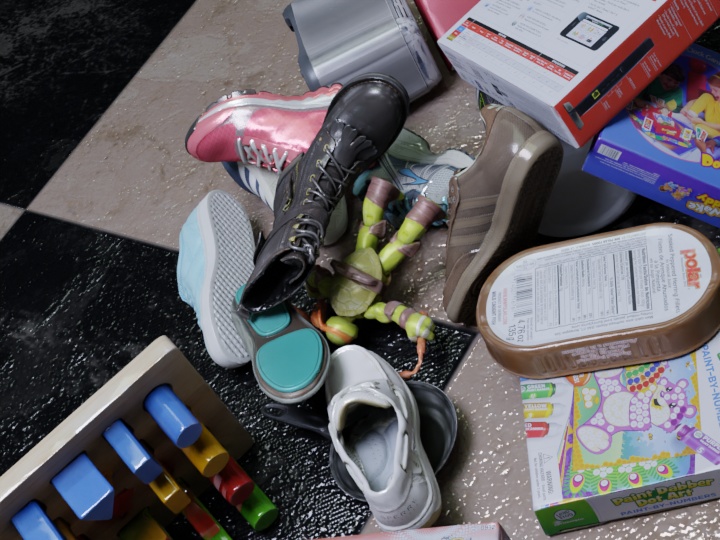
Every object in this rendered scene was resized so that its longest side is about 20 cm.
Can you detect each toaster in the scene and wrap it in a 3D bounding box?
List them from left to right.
[{"bbox_3d":[0.003,-0.231,1.301,0.128,0.114,0.201,-26,40,8],"label":"toaster"}]

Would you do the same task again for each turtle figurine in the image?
[{"bbox_3d":[0.000,0.000,1.101,0.199,0.064,0.162,23,86,46],"label":"turtle figurine"}]

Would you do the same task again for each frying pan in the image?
[{"bbox_3d":[-0.005,0.150,1.024,0.188,0.031,0.116,-14,45,24],"label":"frying pan"}]

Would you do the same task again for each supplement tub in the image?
[{"bbox_3d":[0.172,-0.137,1.113,0.122,0.123,0.201,-22,45,11],"label":"supplement tub"}]

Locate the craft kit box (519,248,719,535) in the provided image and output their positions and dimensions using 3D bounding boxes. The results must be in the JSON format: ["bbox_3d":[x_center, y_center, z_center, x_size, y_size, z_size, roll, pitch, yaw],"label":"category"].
[{"bbox_3d":[0.220,0.088,0.942,0.196,0.049,0.201,-15,46,15],"label":"craft kit box"}]

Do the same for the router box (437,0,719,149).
[{"bbox_3d":[0.182,-0.207,1.019,0.179,0.049,0.200,-42,34,-1],"label":"router box"}]

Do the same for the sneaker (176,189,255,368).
[{"bbox_3d":[-0.141,0.021,1.208,0.082,0.073,0.201,-43,39,36],"label":"sneaker"}]

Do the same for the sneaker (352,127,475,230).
[{"bbox_3d":[0.066,-0.066,1.158,0.086,0.078,0.200,-50,36,-9],"label":"sneaker"}]

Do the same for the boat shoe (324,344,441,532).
[{"bbox_3d":[0.008,0.117,0.975,0.070,0.069,0.200,-32,39,4],"label":"boat shoe"}]

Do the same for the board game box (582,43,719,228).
[{"bbox_3d":[0.293,-0.104,0.994,0.198,0.045,0.135,23,59,3],"label":"board game box"}]

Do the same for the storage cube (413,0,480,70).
[{"bbox_3d":[0.124,-0.327,1.225,0.199,0.181,0.171,-26,-1,6],"label":"storage cube"}]

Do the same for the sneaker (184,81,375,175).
[{"bbox_3d":[-0.073,-0.124,1.186,0.198,0.074,0.088,-9,61,4],"label":"sneaker"}]

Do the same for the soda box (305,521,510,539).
[{"bbox_3d":[0.018,0.236,0.906,0.198,0.069,0.064,-10,47,23],"label":"soda box"}]

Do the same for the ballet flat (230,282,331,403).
[{"bbox_3d":[-0.063,0.073,1.069,0.067,0.064,0.200,-22,30,-7],"label":"ballet flat"}]

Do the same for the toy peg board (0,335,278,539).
[{"bbox_3d":[-0.168,0.188,0.978,0.200,0.200,0.098,-42,59,-10],"label":"toy peg board"}]

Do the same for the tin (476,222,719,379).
[{"bbox_3d":[0.186,0.023,0.964,0.198,0.042,0.113,-12,51,20],"label":"tin"}]

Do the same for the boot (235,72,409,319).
[{"bbox_3d":[-0.032,-0.060,1.071,0.200,0.069,0.175,-49,16,36],"label":"boot"}]

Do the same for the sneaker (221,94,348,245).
[{"bbox_3d":[-0.081,-0.092,1.268,0.075,0.085,0.200,-33,66,-16],"label":"sneaker"}]

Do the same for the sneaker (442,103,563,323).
[{"bbox_3d":[0.106,-0.048,1.034,0.070,0.201,0.076,-15,50,-40],"label":"sneaker"}]
